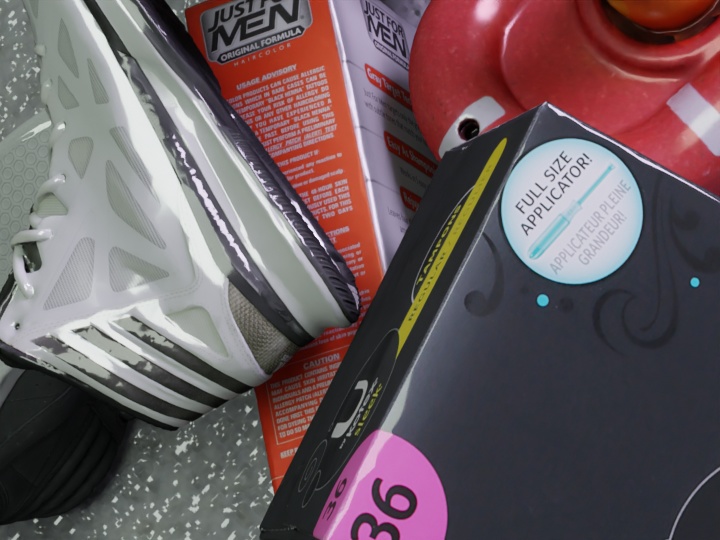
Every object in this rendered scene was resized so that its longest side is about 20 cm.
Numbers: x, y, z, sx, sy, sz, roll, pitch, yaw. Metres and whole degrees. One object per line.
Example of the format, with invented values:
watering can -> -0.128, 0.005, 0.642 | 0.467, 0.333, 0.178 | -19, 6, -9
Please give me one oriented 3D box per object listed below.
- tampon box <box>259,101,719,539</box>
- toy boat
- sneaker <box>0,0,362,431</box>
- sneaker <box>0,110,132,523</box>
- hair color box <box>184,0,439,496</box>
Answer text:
tampon box -> 0.094, 0.064, 0.832 | 0.200, 0.126, 0.150 | 27, 82, -8
toy boat -> 0.099, -0.104, 0.905 | 0.200, 0.131, 0.131 | -46, 64, 8
sneaker -> -0.099, -0.035, 0.895 | 0.115, 0.076, 0.201 | -36, 75, 5
sneaker -> -0.113, 0.016, 1.002 | 0.071, 0.099, 0.200 | 40, 106, 24
hair color box -> 0.000, 0.000, 0.965 | 0.061, 0.101, 0.201 | -18, 70, 20
